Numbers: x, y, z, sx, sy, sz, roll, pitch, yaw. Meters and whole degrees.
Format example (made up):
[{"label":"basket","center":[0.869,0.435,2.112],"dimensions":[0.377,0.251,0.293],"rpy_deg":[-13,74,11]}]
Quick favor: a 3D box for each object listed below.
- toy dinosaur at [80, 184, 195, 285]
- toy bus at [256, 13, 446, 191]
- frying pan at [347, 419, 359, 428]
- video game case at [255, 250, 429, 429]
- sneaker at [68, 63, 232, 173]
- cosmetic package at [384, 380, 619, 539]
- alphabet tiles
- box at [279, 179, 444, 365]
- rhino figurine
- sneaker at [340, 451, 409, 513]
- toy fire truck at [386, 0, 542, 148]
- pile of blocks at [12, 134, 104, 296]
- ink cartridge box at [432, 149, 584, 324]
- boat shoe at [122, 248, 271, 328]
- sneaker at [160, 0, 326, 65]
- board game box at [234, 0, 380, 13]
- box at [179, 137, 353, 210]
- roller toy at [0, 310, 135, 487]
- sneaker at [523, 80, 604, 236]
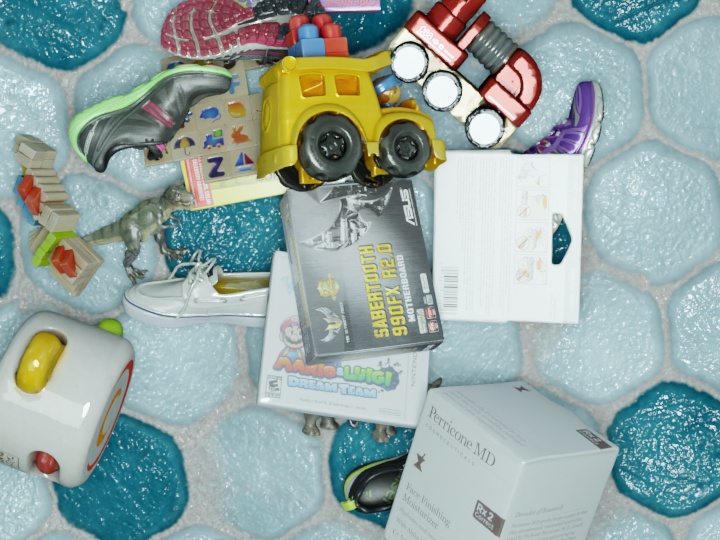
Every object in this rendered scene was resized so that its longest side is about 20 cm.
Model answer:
[{"label":"toy dinosaur","center":[-0.263,-0.038,1.411],"dimensions":[0.199,0.048,0.089],"rpy_deg":[-23,113,20]},{"label":"toy bus","center":[-0.016,-0.188,1.302],"dimensions":[0.198,0.136,0.194],"rpy_deg":[-3,87,-20]},{"label":"frying pan","center":[-0.032,0.079,1.399],"dimensions":[0.114,0.031,0.192],"rpy_deg":[18,67,-6]},{"label":"video game case","center":[-0.015,0.080,1.371],"dimensions":[0.198,0.024,0.184],"rpy_deg":[10,70,-13]},{"label":"sneaker","center":[-0.233,-0.174,1.355],"dimensions":[0.199,0.077,0.084],"rpy_deg":[-27,89,-1]},{"label":"cosmetic package","center":[0.157,0.253,1.340],"dimensions":[0.164,0.165,0.202],"rpy_deg":[-1,114,-40]},{"label":"alphabet tiles","center":[-0.161,-0.185,1.386],"dimensions":[0.198,0.008,0.169],"rpy_deg":[-10,72,1]},{"label":"box","center":[0.000,0.000,1.364],"dimensions":[0.157,0.048,0.202],"rpy_deg":[-5,73,-18]},{"label":"rhino figurine","center":[0.031,0.160,1.430],"dimensions":[0.198,0.060,0.088],"rpy_deg":[5,99,-2]},{"label":"sneaker","center":[0.072,0.251,1.424],"dimensions":[0.199,0.083,0.072],"rpy_deg":[-23,96,-3]},{"label":"toy fire truck","center":[0.151,-0.268,1.369],"dimensions":[0.176,0.129,0.200],"rpy_deg":[40,104,-4]},{"label":"pile of blocks","center":[-0.378,-0.064,1.388],"dimensions":[0.082,0.062,0.201],"rpy_deg":[-26,84,21]},{"label":"ink cartridge box","center":[0.172,-0.040,1.381],"dimensions":[0.172,0.044,0.202],"rpy_deg":[2,95,11]},{"label":"boat shoe","center":[-0.180,0.017,1.392],"dimensions":[0.200,0.075,0.087],"rpy_deg":[4,125,-3]},{"label":"sneaker","center":[-0.134,-0.268,1.370],"dimensions":[0.198,0.075,0.081],"rpy_deg":[1,71,6]},{"label":"board game box","center":[-0.076,-0.364,1.392],"dimensions":[0.198,0.032,0.121],"rpy_deg":[-1,93,0]},{"label":"box","center":[-0.110,-0.124,1.404],"dimensions":[0.198,0.050,0.076],"rpy_deg":[-9,95,1]},{"label":"roller toy","center":[-0.354,0.146,1.360],"dimensions":[0.139,0.200,0.184],"rpy_deg":[20,101,-2]},{"label":"sneaker","center":[0.228,-0.134,1.395],"dimensions":[0.083,0.081,0.201],"rpy_deg":[24,96,3]}]
